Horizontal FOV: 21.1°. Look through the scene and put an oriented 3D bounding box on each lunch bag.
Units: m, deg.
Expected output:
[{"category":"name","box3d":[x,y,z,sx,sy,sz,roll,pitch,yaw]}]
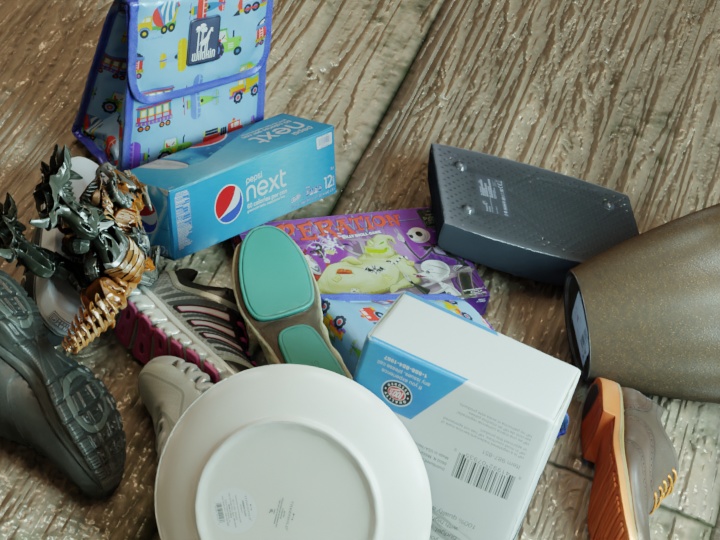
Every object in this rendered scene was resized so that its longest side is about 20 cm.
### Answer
[{"category":"lunch bag","box3d":[-0.155,-0.188,1.673,0.150,0.201,0.094,-19,51,-33]},{"category":"lunch bag","box3d":[0.069,0.085,1.553,0.199,0.095,0.151,-10,44,-39]}]

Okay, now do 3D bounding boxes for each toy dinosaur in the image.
[{"category":"toy dinosaur","box3d":[-0.206,-0.020,1.485,0.135,0.102,0.200,36,13,-27]}]

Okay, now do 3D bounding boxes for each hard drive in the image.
[{"category":"hard drive","box3d":[0.154,-0.043,1.723,0.198,0.043,0.136,14,36,-15]}]

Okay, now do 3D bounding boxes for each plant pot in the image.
[{"category":"plant pot","box3d":[0.277,0.033,1.614,0.198,0.188,0.188,-8,44,-6]}]

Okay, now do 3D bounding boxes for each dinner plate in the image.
[{"category":"dinner plate","box3d":[-0.050,0.166,1.341,0.198,0.202,0.024,21,12,7]}]

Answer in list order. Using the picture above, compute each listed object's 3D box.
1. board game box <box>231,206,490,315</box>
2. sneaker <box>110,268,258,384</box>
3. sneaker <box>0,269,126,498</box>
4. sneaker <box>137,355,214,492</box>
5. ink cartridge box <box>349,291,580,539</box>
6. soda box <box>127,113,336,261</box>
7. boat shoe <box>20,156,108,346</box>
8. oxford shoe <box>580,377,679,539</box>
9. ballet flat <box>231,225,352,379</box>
[{"category":"board game box","box3d":[0.000,0.000,1.661,0.198,0.033,0.120,-7,42,-24]},{"category":"sneaker","box3d":[-0.110,0.061,1.521,0.087,0.074,0.199,-30,53,-32]},{"category":"sneaker","box3d":[-0.252,0.094,1.446,0.201,0.091,0.076,52,21,9]},{"category":"sneaker","box3d":[-0.124,0.143,1.434,0.080,0.076,0.200,-21,52,-23]},{"category":"ink cartridge box","box3d":[0.054,0.140,1.385,0.144,0.202,0.084,23,30,10]},{"category":"soda box","box3d":[-0.111,-0.075,1.654,0.067,0.065,0.199,18,30,39]},{"category":"boat shoe","box3d":[-0.244,-0.015,1.573,0.068,0.056,0.201,37,33,-26]},{"category":"oxford shoe","box3d":[0.220,0.163,1.517,0.072,0.072,0.201,14,40,-8]},{"category":"ballet flat","box3d":[-0.056,0.054,1.482,0.067,0.063,0.201,-10,50,-15]}]
